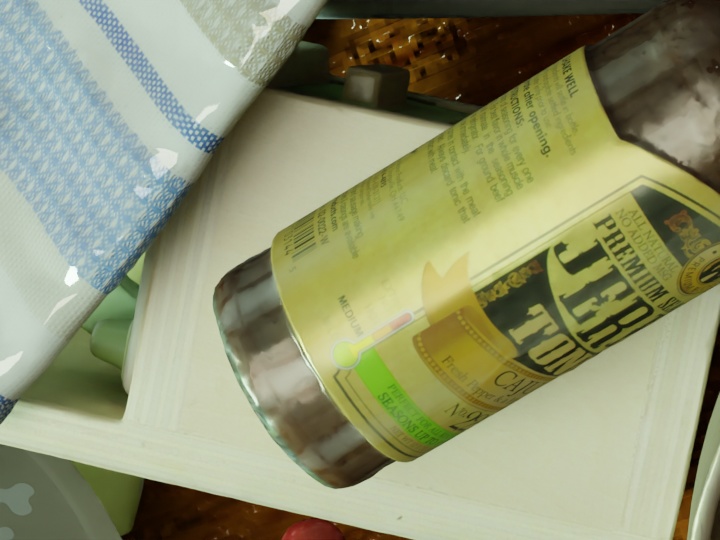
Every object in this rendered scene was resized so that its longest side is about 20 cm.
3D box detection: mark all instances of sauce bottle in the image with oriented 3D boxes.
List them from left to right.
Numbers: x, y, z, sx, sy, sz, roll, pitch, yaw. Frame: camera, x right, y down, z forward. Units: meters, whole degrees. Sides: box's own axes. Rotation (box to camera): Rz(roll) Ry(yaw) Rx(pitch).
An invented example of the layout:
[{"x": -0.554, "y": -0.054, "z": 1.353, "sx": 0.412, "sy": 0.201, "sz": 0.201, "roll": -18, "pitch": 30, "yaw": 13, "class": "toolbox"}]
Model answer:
[{"x": 0.061, "y": -0.021, "z": 0.606, "sx": 0.199, "sy": 0.065, "sz": 0.065, "roll": -32, "pitch": 79, "yaw": 17, "class": "sauce bottle"}]

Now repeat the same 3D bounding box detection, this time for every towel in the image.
[{"x": -0.082, "y": -0.075, "z": 0.659, "sx": 0.200, "sy": 0.024, "sz": 0.147, "roll": -51, "pitch": 62, "yaw": 20, "class": "towel"}]

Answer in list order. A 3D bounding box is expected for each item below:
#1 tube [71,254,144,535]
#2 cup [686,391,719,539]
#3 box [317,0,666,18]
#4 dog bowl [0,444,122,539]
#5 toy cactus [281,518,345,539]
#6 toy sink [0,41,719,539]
[{"x": -0.074, "y": -0.019, "z": 0.825, "sx": 0.058, "sy": 0.052, "sz": 0.202, "roll": 15, "pitch": 96, "yaw": 3, "class": "tube"}, {"x": 0.171, "y": 0.045, "z": 0.650, "sx": 0.198, "sy": 0.143, "sz": 0.202, "roll": 0, "pitch": 111, "yaw": 0, "class": "cup"}, {"x": 0.053, "y": -0.173, "z": 0.732, "sx": 0.183, "sy": 0.105, "sz": 0.202, "roll": 1, "pitch": 93, "yaw": 24, "class": "box"}, {"x": -0.139, "y": 0.142, "z": 0.807, "sx": 0.199, "sy": 0.058, "sz": 0.202, "roll": 6, "pitch": 98, "yaw": 47, "class": "dog bowl"}, {"x": 0.066, "y": 0.143, "z": 0.687, "sx": 0.102, "sy": 0.165, "sz": 0.200, "roll": -45, "pitch": 105, "yaw": -4, "class": "toy cactus"}, {"x": 0.000, "y": 0.000, "z": 0.723, "sx": 0.198, "sy": 0.130, "sz": 0.113, "roll": 12, "pitch": 97, "yaw": 9, "class": "toy sink"}]
